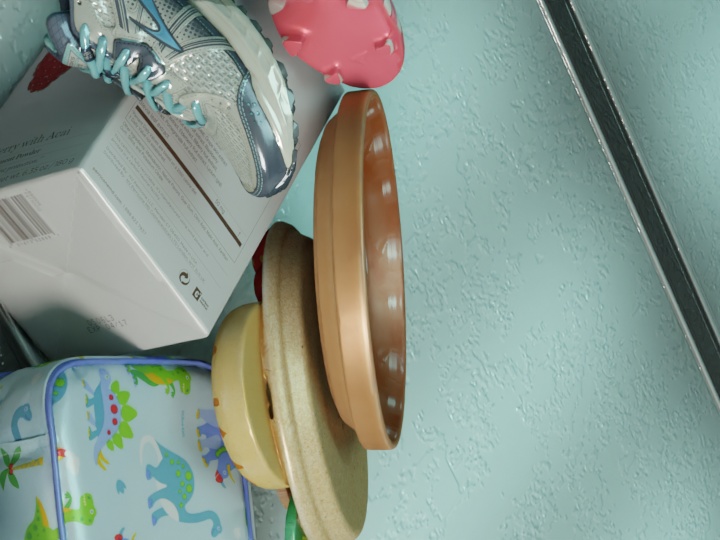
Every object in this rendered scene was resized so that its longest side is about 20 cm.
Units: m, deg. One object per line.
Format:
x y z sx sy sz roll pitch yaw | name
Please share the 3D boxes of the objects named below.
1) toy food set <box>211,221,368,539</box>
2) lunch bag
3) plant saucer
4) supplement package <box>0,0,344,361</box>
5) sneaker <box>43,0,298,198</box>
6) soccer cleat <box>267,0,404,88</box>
-0.036 0.073 1.125 0.201 0.048 0.199 -89 167 -51 | toy food set
-0.123 0.147 1.041 0.160 0.082 0.202 2 78 -51 | lunch bag
0.000 0.000 1.119 0.200 0.032 0.203 -3 90 -84 | plant saucer
-0.117 -0.066 1.077 0.120 0.120 0.201 53 43 -28 | supplement package
-0.108 -0.112 0.972 0.086 0.078 0.201 -33 85 -23 | sneaker
-0.041 -0.181 1.060 0.200 0.066 0.077 44 36 -28 | soccer cleat
